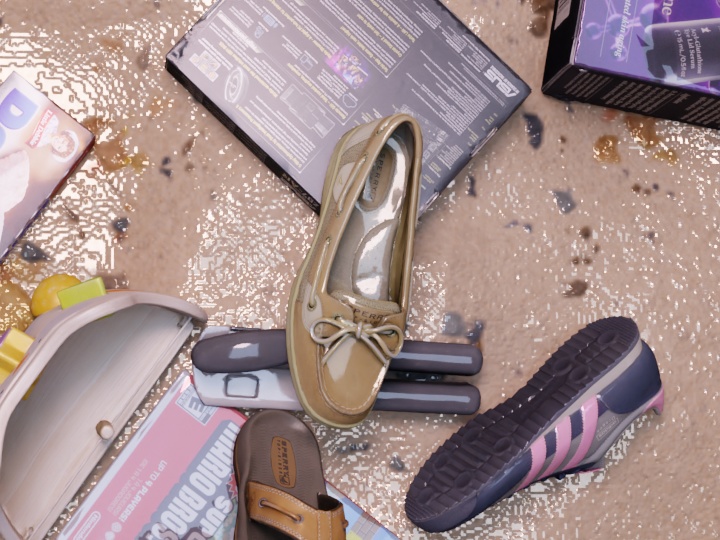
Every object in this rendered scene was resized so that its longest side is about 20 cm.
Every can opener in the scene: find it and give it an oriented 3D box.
[{"bbox_3d":[-0.014,0.068,1.286,0.198,0.067,0.054,4,89,-7],"label":"can opener"}]

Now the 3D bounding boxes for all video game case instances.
[{"bbox_3d":[-0.083,0.184,1.296,0.199,0.017,0.143,38,82,-2],"label":"video game case"}]

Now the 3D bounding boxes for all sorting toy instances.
[{"bbox_3d":[-0.191,0.073,1.212,0.106,0.180,0.201,36,82,-2],"label":"sorting toy"}]

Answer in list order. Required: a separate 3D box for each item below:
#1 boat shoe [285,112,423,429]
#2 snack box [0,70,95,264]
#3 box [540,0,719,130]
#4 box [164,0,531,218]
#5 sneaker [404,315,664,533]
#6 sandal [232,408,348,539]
[{"bbox_3d":[0.002,0.000,1.245,0.073,0.063,0.203,17,78,-18],"label":"boat shoe"},{"bbox_3d":[-0.263,-0.031,1.290,0.072,0.024,0.201,37,83,-1],"label":"snack box"},{"bbox_3d":[0.236,-0.180,1.320,0.198,0.104,0.150,10,84,-5],"label":"box"},{"bbox_3d":[-0.008,-0.130,1.318,0.200,0.044,0.160,42,82,-2],"label":"box"},{"bbox_3d":[0.123,0.122,1.301,0.199,0.070,0.082,-37,121,-4],"label":"sneaker"},{"bbox_3d":[-0.036,0.154,1.219,0.081,0.201,0.055,20,125,-22],"label":"sandal"}]
